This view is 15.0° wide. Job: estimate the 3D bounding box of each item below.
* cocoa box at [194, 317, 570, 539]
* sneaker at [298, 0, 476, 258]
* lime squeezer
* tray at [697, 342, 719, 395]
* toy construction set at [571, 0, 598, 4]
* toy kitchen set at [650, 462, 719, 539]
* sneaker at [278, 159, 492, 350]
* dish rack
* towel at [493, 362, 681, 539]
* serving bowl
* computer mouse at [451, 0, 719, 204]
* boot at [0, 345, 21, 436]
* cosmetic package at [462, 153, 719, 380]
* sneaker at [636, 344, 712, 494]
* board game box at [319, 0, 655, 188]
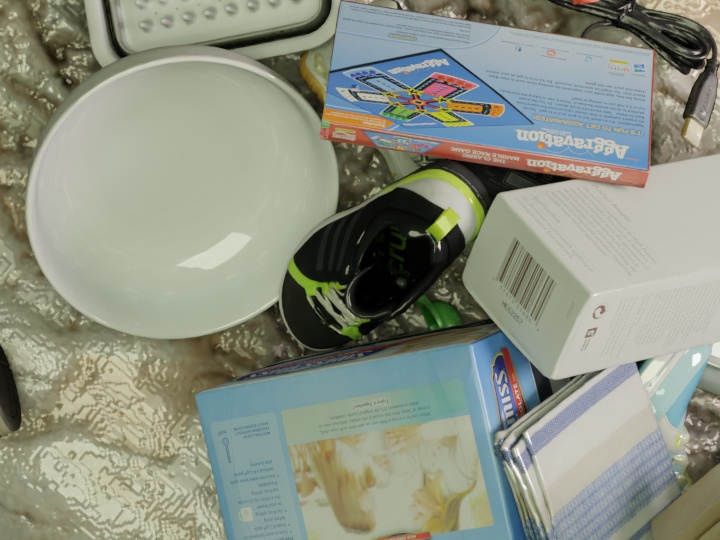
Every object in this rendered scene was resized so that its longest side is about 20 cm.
[{"bbox_3d":[0.022,0.112,1.680,0.199,0.131,0.134,-11,92,28],"label":"cocoa box"},{"bbox_3d":[0.052,-0.086,1.727,0.088,0.076,0.200,-42,91,4],"label":"sneaker"},{"bbox_3d":[0.073,0.031,1.752,0.199,0.038,0.071,30,95,3],"label":"lime squeezer"},{"bbox_3d":[0.302,0.050,1.744,0.199,0.022,0.108,19,96,3],"label":"tray"},{"bbox_3d":[0.111,-0.260,1.710,0.130,0.092,0.201,-6,82,4],"label":"toy construction set"},{"bbox_3d":[0.204,0.185,1.532,0.200,0.180,0.164,-44,66,23],"label":"toy kitchen set"},{"bbox_3d":[0.000,0.000,1.662,0.072,0.083,0.200,43,135,-5],"label":"sneaker"},{"bbox_3d":[-0.098,-0.227,1.734,0.171,0.044,0.201,-10,88,10],"label":"dish rack"},{"bbox_3d":[0.151,0.161,1.636,0.024,0.147,0.201,-9,106,40],"label":"towel"},{"bbox_3d":[-0.116,-0.058,1.722,0.199,0.066,0.201,-6,121,-11],"label":"serving bowl"},{"bbox_3d":[0.142,-0.092,1.708,0.140,0.046,0.201,23,61,3],"label":"computer mouse"},{"bbox_3d":[-0.323,0.051,1.762,0.150,0.073,0.201,-33,87,4],"label":"boot"},{"bbox_3d":[0.171,-0.005,1.654,0.102,0.199,0.074,50,133,34],"label":"cosmetic package"},{"bbox_3d":[0.198,0.138,1.731,0.130,0.080,0.201,31,105,4],"label":"sneaker"},{"bbox_3d":[0.079,-0.108,1.662,0.199,0.020,0.103,9,50,-1],"label":"board game box"}]
